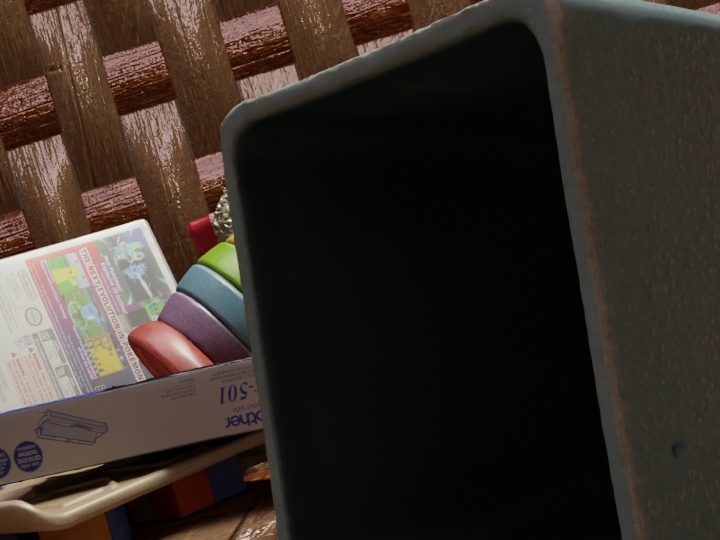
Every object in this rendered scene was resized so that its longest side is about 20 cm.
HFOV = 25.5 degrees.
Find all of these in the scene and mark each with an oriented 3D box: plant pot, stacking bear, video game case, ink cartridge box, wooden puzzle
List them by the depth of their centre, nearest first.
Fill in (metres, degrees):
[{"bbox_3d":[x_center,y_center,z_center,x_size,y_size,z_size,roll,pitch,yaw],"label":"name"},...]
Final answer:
[{"bbox_3d":[0.092,0.015,0.585,0.199,0.198,0.195,-6,-4,-36],"label":"plant pot"},{"bbox_3d":[-0.125,0.087,0.957,0.199,0.044,0.094,-13,-2,13],"label":"ink cartridge box"},{"bbox_3d":[-0.165,0.143,0.977,0.199,0.047,0.185,-13,0,-44],"label":"wooden puzzle"},{"bbox_3d":[-0.056,0.015,1.118,0.200,0.114,0.121,-46,-5,-15],"label":"stacking bear"},{"bbox_3d":[-0.205,0.069,1.172,0.181,0.201,0.023,-17,-25,-24],"label":"video game case"}]

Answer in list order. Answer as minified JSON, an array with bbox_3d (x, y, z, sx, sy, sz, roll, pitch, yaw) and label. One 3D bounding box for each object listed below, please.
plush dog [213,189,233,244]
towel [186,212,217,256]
[{"bbox_3d":[-0.030,0.001,1.341,0.172,0.200,0.160,-38,-2,-32],"label":"plush dog"},{"bbox_3d":[-0.043,-0.023,1.440,0.199,0.145,0.023,-21,36,3],"label":"towel"}]
